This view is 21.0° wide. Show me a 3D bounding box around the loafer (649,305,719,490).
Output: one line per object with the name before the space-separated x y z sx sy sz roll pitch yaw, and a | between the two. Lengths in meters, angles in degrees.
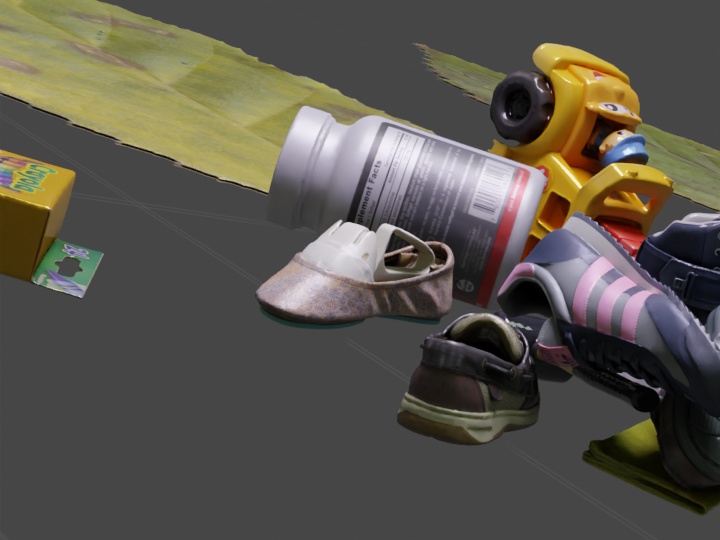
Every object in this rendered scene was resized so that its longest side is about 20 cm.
loafer | 0.216 0.089 1.224 0.072 0.063 0.200 47 30 -4

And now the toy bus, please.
toy bus | 0.186 -0.058 1.587 0.135 0.202 0.192 9 21 -45

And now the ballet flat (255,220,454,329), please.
ballet flat | 0.000 0.000 1.338 0.068 0.068 0.199 24 13 30

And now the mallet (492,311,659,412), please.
mallet | 0.132 0.061 1.260 0.065 0.042 0.200 15 3 -12

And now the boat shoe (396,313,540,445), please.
boat shoe | 0.077 0.059 1.183 0.073 0.065 0.200 18 11 11

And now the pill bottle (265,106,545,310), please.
pill bottle | 0.034 -0.052 1.511 0.198 0.117 0.116 19 12 5

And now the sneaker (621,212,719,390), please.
sneaker | 0.282 0.039 1.392 0.201 0.148 0.077 23 11 16

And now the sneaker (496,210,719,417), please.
sneaker | 0.155 0.043 1.169 0.070 0.082 0.200 56 -5 -35

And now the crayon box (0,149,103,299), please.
crayon box | -0.255 -0.048 1.215 0.198 0.052 0.126 17 12 -5

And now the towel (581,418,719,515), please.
towel | 0.211 0.117 1.242 0.085 0.018 0.200 22 13 23
